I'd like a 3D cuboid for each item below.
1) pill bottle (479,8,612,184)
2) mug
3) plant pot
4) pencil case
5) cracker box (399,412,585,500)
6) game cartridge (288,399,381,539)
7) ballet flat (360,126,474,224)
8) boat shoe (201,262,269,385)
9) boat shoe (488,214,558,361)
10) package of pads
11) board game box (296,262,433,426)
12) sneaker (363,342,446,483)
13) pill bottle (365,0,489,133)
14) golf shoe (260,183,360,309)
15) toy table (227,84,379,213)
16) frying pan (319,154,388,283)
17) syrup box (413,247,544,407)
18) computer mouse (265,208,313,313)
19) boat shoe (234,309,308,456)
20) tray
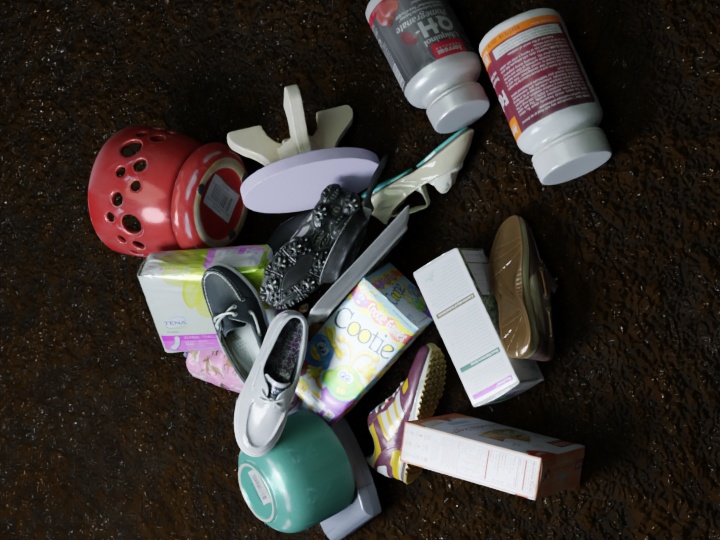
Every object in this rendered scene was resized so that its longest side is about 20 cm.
[{"bbox_3d":[0.236,-0.218,1.531,0.114,0.114,0.200,-29,74,31],"label":"pill bottle"},{"bbox_3d":[-0.108,0.278,1.683,0.185,0.114,0.152,29,132,44],"label":"mug"},{"bbox_3d":[-0.282,-0.110,1.833,0.182,0.200,0.201,13,97,29],"label":"plant pot"},{"bbox_3d":[-0.169,0.143,1.825,0.200,0.087,0.083,14,67,33],"label":"pencil case"},{"bbox_3d":[0.170,0.236,1.562,0.200,0.134,0.058,11,96,33],"label":"cracker box"},{"bbox_3d":[-0.045,0.277,1.742,0.133,0.041,0.200,-45,66,44],"label":"game cartridge"},{"bbox_3d":[0.089,-0.124,1.668,0.200,0.069,0.070,-31,73,32],"label":"ballet flat"},{"bbox_3d":[-0.165,0.080,1.664,0.076,0.060,0.200,-38,80,23],"label":"boat shoe"},{"bbox_3d":[0.219,0.024,1.573,0.072,0.072,0.200,-39,46,46],"label":"boat shoe"},{"bbox_3d":[-0.212,0.041,1.768,0.200,0.068,0.155,-4,125,13],"label":"package of pads"},{"bbox_3d":[0.000,0.103,1.683,0.103,0.105,0.200,43,114,8],"label":"board game box"},{"bbox_3d":[0.055,0.190,1.676,0.090,0.075,0.200,17,98,28],"label":"sneaker"},{"bbox_3d":[0.095,-0.289,1.629,0.111,0.111,0.200,-35,71,29],"label":"pill bottle"},{"bbox_3d":[-0.069,-0.026,1.706,0.078,0.094,0.200,37,81,-1],"label":"golf shoe"},{"bbox_3d":[-0.083,-0.166,1.724,0.184,0.200,0.117,118,138,-56],"label":"toy table"},{"bbox_3d":[-0.004,-0.057,1.654,0.031,0.190,0.115,28,149,7],"label":"frying pan"},{"bbox_3d":[0.156,0.074,1.604,0.081,0.079,0.200,-32,73,29],"label":"syrup box"},{"bbox_3d":[-0.100,-0.006,1.798,0.200,0.046,0.141,-29,74,30],"label":"computer mouse"},{"bbox_3d":[-0.112,0.149,1.593,0.072,0.069,0.200,24,84,-7],"label":"boat shoe"},{"bbox_3d":[0.000,0.000,1.647,0.022,0.107,0.200,42,74,3],"label":"tray"}]
